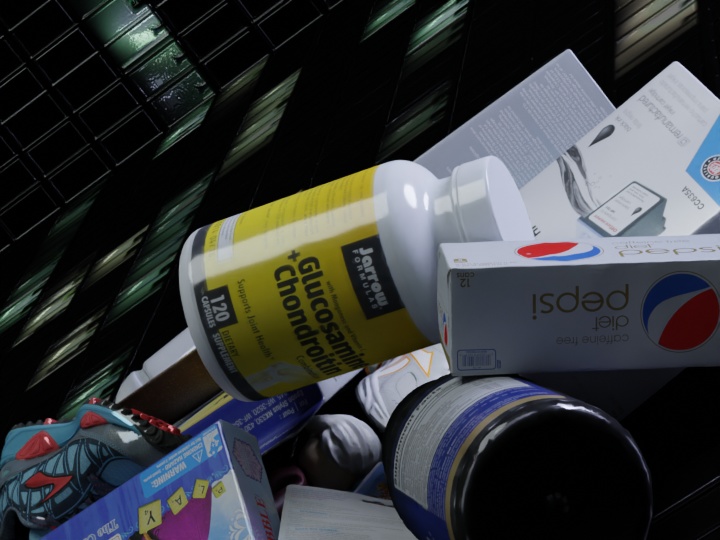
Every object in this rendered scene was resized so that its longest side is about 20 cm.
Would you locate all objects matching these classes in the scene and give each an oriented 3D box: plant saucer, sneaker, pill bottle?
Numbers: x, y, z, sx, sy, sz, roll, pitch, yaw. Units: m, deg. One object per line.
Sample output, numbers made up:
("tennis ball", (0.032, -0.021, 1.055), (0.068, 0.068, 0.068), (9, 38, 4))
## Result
("plant saucer", (-0.090, 0.057, 1.754), (0.200, 0.037, 0.200), (-36, 0, 0))
("sneaker", (-0.169, 0.143, 1.575), (0.200, 0.079, 0.096), (-21, 50, 55))
("pill bottle", (0.000, 0.000, 1.489), (0.199, 0.113, 0.112), (-19, 19, 18))
("pill bottle", (0.078, 0.114, 1.379), (0.112, 0.112, 0.200), (-40, 13, -8))
("sneaker", (0.052, 0.075, 1.667), (0.092, 0.076, 0.200), (-32, 15, 9))

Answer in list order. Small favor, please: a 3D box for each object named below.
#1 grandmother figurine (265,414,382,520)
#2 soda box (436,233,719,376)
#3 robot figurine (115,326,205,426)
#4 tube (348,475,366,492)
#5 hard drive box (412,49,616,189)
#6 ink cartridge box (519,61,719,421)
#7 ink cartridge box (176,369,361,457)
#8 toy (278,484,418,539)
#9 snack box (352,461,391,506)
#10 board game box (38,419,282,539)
("grandmother figurine", (-0.074, 0.157, 1.580), (0.199, 0.061, 0.121), (-32, 22, -10))
("soda box", (0.144, 0.018, 1.400), (0.198, 0.064, 0.068), (-1, 13, -3))
("robot figurine", (-0.109, 0.096, 1.925), (0.200, 0.113, 0.170), (-39, -26, -2))
("tube", (-0.072, 0.192, 1.665), (0.200, 0.051, 0.077), (-37, 28, -5))
("hard drive box", (0.080, -0.052, 1.760), (0.200, 0.077, 0.156), (-36, -7, -10))
("ink cartridge box", (0.165, -0.010, 1.520), (0.200, 0.086, 0.147), (-38, 36, 2))
("ink cartridge box", (-0.080, 0.099, 1.636), (0.197, 0.047, 0.200), (-34, 0, 28))
("toy", (0.006, 0.186, 1.417), (0.114, 0.048, 0.200), (8, 17, 0))
("snack box", (-0.011, 0.191, 1.503), (0.072, 0.024, 0.200), (3, 40, 41))
("board game box", (-0.123, 0.222, 1.461), (0.199, 0.041, 0.200), (-34, 53, 19))
